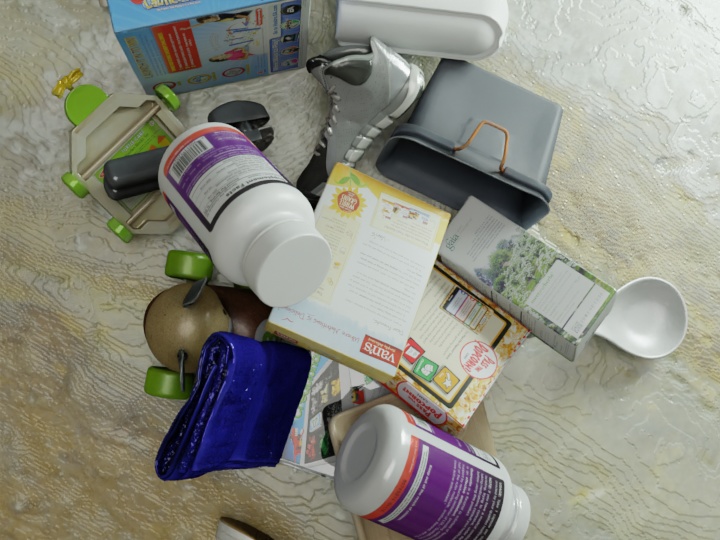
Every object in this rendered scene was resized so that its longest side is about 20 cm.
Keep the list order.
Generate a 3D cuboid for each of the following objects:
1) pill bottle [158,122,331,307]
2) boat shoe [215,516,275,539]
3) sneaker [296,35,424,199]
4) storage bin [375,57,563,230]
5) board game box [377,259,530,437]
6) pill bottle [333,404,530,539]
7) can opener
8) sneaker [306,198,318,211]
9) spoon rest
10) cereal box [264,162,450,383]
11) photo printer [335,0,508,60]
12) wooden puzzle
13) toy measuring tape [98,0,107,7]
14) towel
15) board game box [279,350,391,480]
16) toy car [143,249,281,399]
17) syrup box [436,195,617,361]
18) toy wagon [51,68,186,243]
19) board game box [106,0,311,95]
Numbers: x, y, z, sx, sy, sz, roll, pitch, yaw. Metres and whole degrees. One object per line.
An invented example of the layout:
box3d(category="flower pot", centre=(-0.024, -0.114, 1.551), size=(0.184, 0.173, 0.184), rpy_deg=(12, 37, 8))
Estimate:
box3d(category="pill bottle", centre=(-0.114, -0.055, 0.785), size=(0.111, 0.112, 0.200), rpy_deg=(-38, 52, -7))
box3d(category="boat shoe", centre=(-0.090, 0.354, 0.880), size=(0.199, 0.071, 0.070), rpy_deg=(37, 81, -4))
box3d(category="sneaker", centre=(-0.032, -0.181, 0.885), size=(0.115, 0.075, 0.200), rpy_deg=(36, 109, -26))
box3d(category="storage bin", centre=(0.138, -0.156, 0.914), size=(0.199, 0.146, 0.135), rpy_deg=(23, 74, -4))
box3d(category="board game box", centre=(0.069, 0.066, 0.884), size=(0.200, 0.046, 0.152), rpy_deg=(38, 60, 9))
box3d(category="pill bottle", centre=(0.078, 0.226, 0.817), size=(0.199, 0.112, 0.113), rpy_deg=(30, 83, -22))
box3d(category="can opener", centre=(-0.189, -0.137, 0.868), size=(0.199, 0.053, 0.067), rpy_deg=(-19, 76, -24))
box3d(category="sneaker", centre=(-0.086, -0.054, 0.899), size=(0.198, 0.087, 0.074), rpy_deg=(14, 84, -6))
box3d(category="spoon rest", centre=(0.302, 0.060, 0.948), size=(0.198, 0.061, 0.100), rpy_deg=(-3, 86, -5))
box3d(category="cereal box", centre=(0.000, 0.000, 0.838), size=(0.143, 0.040, 0.201), rpy_deg=(25, 67, -6))
box3d(category="photo printer", centre=(0.071, -0.312, 0.908), size=(0.198, 0.070, 0.167), rpy_deg=(5, 45, -5))
box3d(category="wooden puzzle", centre=(0.066, 0.221, 0.899), size=(0.199, 0.046, 0.187), rpy_deg=(-18, 98, -24))
box3d(category="toy measuring tape", centre=(-0.206, -0.334, 0.913), size=(0.198, 0.074, 0.074), rpy_deg=(-17, 88, -9))
box3d(category="towel", centre=(-0.116, 0.143, 0.807), size=(0.049, 0.200, 0.149), rpy_deg=(24, 90, 22))
box3d(category="board game box", centre=(-0.011, 0.143, 0.921), size=(0.125, 0.035, 0.202), rpy_deg=(19, 84, -5))
box3d(category="toy car", centre=(-0.161, 0.063, 0.828), size=(0.156, 0.200, 0.166), rpy_deg=(9, 85, -5))
box3d(category="syrup box", centre=(0.183, 0.008, 0.897), size=(0.199, 0.081, 0.079), rpy_deg=(36, 82, 21))
box3d(category="toy wagon", centre=(-0.258, -0.136, 0.875), size=(0.155, 0.039, 0.200), rpy_deg=(-47, 115, -14))
box3d(category="board game box", centre=(-0.156, -0.262, 0.852), size=(0.194, 0.200, 0.056), rpy_deg=(-13, 85, -7))
